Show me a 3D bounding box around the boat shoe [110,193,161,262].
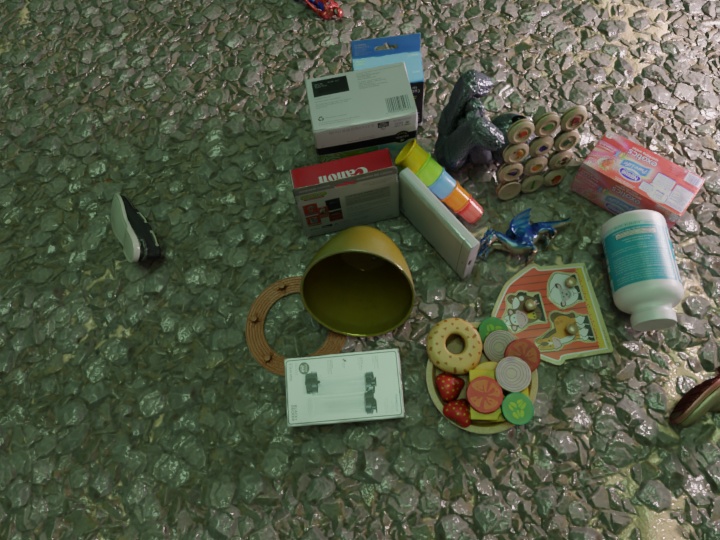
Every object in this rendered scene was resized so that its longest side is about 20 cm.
[{"bbox_3d":[-0.466,-0.090,1.077,0.060,0.074,0.200,-1,37,-41],"label":"boat shoe"}]

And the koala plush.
[{"bbox_3d":[0.272,-0.275,1.067,0.198,0.184,0.179,4,63,-17],"label":"koala plush"}]

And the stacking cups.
[{"bbox_3d":[0.161,-0.170,1.013,0.199,0.060,0.061,36,69,-15],"label":"stacking cups"}]

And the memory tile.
[{"bbox_3d":[0.339,-0.218,0.994,0.152,0.201,0.017,-14,56,-3],"label":"memory tile"}]

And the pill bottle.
[{"bbox_3d":[0.502,0.002,0.929,0.110,0.111,0.202,-1,65,4],"label":"pill bottle"}]

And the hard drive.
[{"bbox_3d":[0.142,-0.087,0.986,0.027,0.132,0.200,-34,67,-11],"label":"hard drive"}]

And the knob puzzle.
[{"bbox_3d":[0.339,0.075,0.954,0.218,0.031,0.221,-2,66,4],"label":"knob puzzle"}]

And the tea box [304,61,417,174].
[{"bbox_3d":[0.005,-0.283,1.051,0.198,0.197,0.135,-11,65,0],"label":"tea box"}]

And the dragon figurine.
[{"bbox_3d":[0.319,-0.078,1.008,0.200,0.059,0.100,-38,69,-11],"label":"dragon figurine"}]

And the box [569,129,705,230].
[{"bbox_3d":[0.529,-0.166,1.011,0.199,0.095,0.103,35,73,19],"label":"box"}]

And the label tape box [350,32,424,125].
[{"bbox_3d":[0.058,-0.384,1.091,0.143,0.200,0.064,-6,64,2],"label":"label tape box"}]

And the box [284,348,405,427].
[{"bbox_3d":[-0.026,0.203,0.899,0.198,0.060,0.118,-7,75,2],"label":"box"}]

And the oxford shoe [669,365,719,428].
[{"bbox_3d":[0.599,0.207,0.852,0.199,0.071,0.075,-32,72,-9],"label":"oxford shoe"}]

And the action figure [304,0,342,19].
[{"bbox_3d":[-0.120,-0.698,1.334,0.200,0.052,0.065,39,70,17],"label":"action figure"}]

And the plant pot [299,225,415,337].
[{"bbox_3d":[0.000,0.000,0.945,0.198,0.201,0.143,2,40,5],"label":"plant pot"}]

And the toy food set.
[{"bbox_3d":[0.212,0.178,0.904,0.196,0.049,0.202,0,67,6],"label":"toy food set"}]

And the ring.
[{"bbox_3d":[-0.121,0.100,0.986,0.199,0.019,0.202,-2,66,4],"label":"ring"}]

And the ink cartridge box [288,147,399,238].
[{"bbox_3d":[-0.029,-0.160,1.010,0.198,0.176,0.084,-13,65,-2],"label":"ink cartridge box"}]
